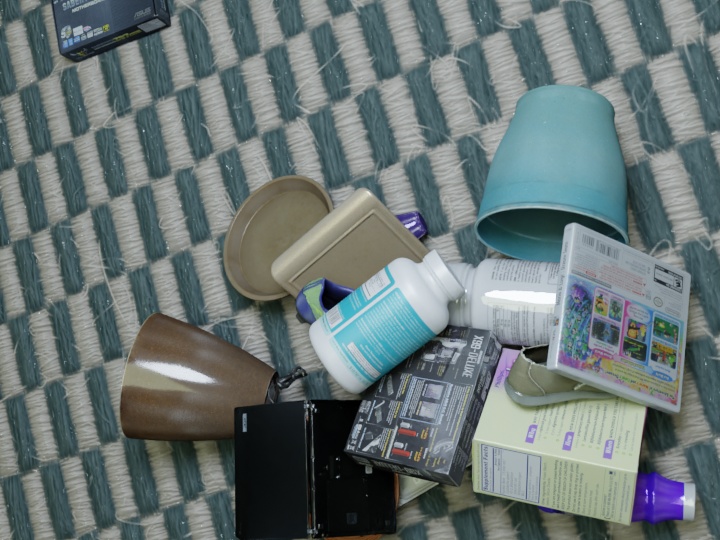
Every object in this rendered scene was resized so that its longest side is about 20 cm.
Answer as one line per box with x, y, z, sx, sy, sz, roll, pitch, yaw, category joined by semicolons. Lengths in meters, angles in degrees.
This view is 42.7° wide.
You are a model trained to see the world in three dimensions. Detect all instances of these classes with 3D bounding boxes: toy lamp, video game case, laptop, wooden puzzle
0.005;-0.028;1.349;0.198;0.058;0.059;-25;78;16;toy lamp
0.320;0.060;1.125;0.197;0.024;0.185;20;70;-23;video game case
-0.062;0.271;1.253;0.103;0.197;0.181;-27;62;60;laptop
0.000;0.000;1.302;0.184;0.200;0.037;-39;31;14;wooden puzzle

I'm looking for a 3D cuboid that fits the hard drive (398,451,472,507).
0.096;0.230;1.305;0.198;0.038;0.141;-33;76;14;hard drive

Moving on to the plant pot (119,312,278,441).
-0.226;0.174;1.360;0.196;0.187;0.190;11;88;6;plant pot

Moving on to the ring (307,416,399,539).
-0.023;0.296;1.324;0.198;0.019;0.204;2;93;36;ring

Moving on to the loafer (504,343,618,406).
0.275;0.116;1.140;0.197;0.071;0.075;-11;35;-16;loafer

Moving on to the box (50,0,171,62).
-0.421;-0.457;1.534;0.197;0.051;0.161;-14;80;17;box

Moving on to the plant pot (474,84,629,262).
0.259;-0.129;1.209;0.197;0.200;0.191;4;71;19;plant pot

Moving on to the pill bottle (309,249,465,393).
0.038;0.061;1.193;0.199;0.111;0.112;-37;75;8;pill bottle

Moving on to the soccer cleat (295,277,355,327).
0.002;0.074;1.282;0.084;0.198;0.065;-40;30;39;soccer cleat

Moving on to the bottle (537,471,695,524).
0.330;0.290;1.194;0.197;0.083;0.067;2;85;20;bottle

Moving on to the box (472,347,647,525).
0.257;0.205;1.169;0.197;0.177;0.098;8;128;18;box

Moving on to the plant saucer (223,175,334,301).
-0.118;-0.046;1.377;0.197;0.029;0.203;-13;62;25;plant saucer

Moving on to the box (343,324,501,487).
0.083;0.166;1.207;0.156;0.050;0.203;5;62;32;box

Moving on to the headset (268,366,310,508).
-0.083;0.246;1.326;0.122;0.094;0.203;-8;102;32;headset

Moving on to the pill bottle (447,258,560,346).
0.211;0.043;1.241;0.197;0.113;0.116;5;87;19;pill bottle
